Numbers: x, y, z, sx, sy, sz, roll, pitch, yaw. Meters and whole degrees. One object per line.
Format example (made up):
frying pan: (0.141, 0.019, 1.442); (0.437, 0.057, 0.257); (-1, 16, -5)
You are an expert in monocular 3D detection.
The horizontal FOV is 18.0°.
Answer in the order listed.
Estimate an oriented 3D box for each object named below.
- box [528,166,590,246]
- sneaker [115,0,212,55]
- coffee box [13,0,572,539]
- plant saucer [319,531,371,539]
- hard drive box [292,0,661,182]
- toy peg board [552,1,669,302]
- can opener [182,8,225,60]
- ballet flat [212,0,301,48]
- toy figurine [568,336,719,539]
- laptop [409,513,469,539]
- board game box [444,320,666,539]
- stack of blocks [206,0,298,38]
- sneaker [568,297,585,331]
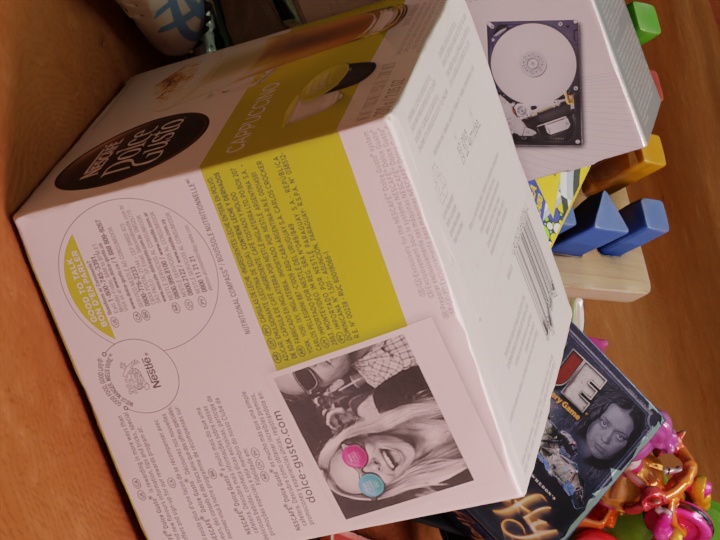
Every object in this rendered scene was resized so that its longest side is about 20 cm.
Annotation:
box: (0.083, -0.046, 1.322); (0.064, 0.070, 0.200); (38, 56, -13)
sneaker: (-0.129, -0.172, 1.183); (0.072, 0.072, 0.200); (53, -8, 27)
coffee box: (-0.025, 0.000, 1.137); (0.200, 0.198, 0.200); (-64, 137, -63)
plant saucer: (0.012, 0.265, 1.351); (0.200, 0.037, 0.200); (37, 43, -66)
hard drive box: (0.052, -0.145, 1.208); (0.200, 0.156, 0.077); (67, 21, -17)
toy peg board: (0.123, -0.094, 1.467); (0.200, 0.098, 0.199); (5, 65, -42)
can opener: (-0.058, -0.065, 1.321); (0.053, 0.066, 0.200); (-64, 144, -65)
ballet flat: (-0.067, -0.186, 1.256); (0.200, 0.064, 0.067); (66, 15, 4)
toy figurine: (0.153, 0.123, 1.464); (0.184, 0.200, 0.150); (79, 30, -52)
laptop: (0.026, 0.135, 1.453); (0.200, 0.103, 0.177); (96, -18, -47)
board game box: (0.069, 0.067, 1.347); (0.200, 0.035, 0.135); (45, 67, -5)
stack of blocks: (0.012, -0.159, 1.365); (0.115, 0.200, 0.059); (22, 57, -69)
sneaker: (0.089, 0.054, 1.557); (0.077, 0.089, 0.200); (49, -48, 42)
